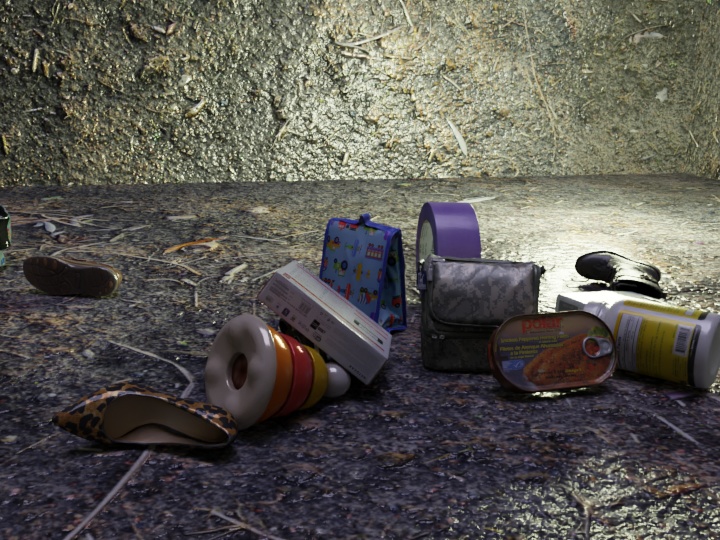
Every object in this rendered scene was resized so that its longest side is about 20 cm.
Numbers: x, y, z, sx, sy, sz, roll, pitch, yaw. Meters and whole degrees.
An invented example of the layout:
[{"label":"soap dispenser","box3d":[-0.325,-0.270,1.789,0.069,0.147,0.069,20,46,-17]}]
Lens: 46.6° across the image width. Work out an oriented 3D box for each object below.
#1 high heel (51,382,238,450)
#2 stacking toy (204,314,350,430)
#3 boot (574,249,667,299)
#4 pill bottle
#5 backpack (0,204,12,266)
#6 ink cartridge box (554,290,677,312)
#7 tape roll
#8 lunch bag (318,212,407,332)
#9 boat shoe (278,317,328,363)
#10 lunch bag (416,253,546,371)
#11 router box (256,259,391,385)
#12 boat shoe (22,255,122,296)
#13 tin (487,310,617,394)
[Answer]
[{"label":"high heel","box3d":[-0.249,0.180,0.984,0.198,0.072,0.142,3,5,-34]},{"label":"stacking toy","box3d":[-0.095,0.144,1.117,0.199,0.148,0.145,14,2,-42]},{"label":"boot","box3d":[0.537,0.013,1.736,0.198,0.070,0.174,9,15,21]},{"label":"pill bottle","box3d":[0.442,0.104,1.277,0.198,0.114,0.112,12,18,35]},{"label":"backpack","box3d":[-0.857,-0.086,1.826,0.176,0.152,0.200,-3,22,-27]},{"label":"ink cartridge box","box3d":[0.485,0.079,1.538,0.198,0.048,0.160,0,13,-30]},{"label":"tape roll","box3d":[0.165,-0.030,1.603,0.084,0.202,0.200,-1,14,-8]},{"label":"lunch bag","box3d":[0.000,0.000,1.463,0.150,0.202,0.094,14,19,40]},{"label":"boat shoe","box3d":[-0.089,0.115,1.284,0.060,0.072,0.201,-18,19,-4]},{"label":"lunch bag","box3d":[0.185,0.060,1.310,0.198,0.170,0.139,2,14,4]},{"label":"router box","box3d":[-0.046,0.071,1.234,0.199,0.049,0.180,38,7,0]},{"label":"boat shoe","box3d":[-0.567,0.010,1.653,0.198,0.077,0.072,12,11,5]},{"label":"tin","box3d":[0.277,0.118,1.212,0.198,0.113,0.042,-2,-13,-17]}]
